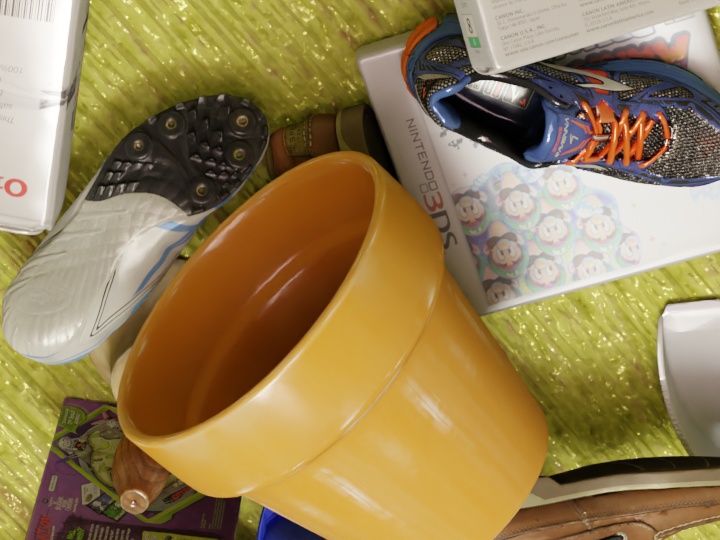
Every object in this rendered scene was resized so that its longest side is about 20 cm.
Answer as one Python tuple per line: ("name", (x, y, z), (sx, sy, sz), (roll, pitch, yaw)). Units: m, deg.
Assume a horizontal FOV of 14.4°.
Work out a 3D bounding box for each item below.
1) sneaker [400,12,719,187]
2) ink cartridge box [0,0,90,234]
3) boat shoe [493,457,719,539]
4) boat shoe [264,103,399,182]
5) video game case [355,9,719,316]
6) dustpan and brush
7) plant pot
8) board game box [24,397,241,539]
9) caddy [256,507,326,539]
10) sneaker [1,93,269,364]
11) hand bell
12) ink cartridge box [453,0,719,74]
("sneaker", (0.118, -0.081, 1.591), (0.200, 0.078, 0.075), (12, 118, -3))
("ink cartridge box", (-0.229, -0.133, 1.605), (0.145, 0.085, 0.200), (10, 115, -2))
("boat shoe", (0.142, 0.150, 1.669), (0.200, 0.072, 0.068), (-6, 91, -3))
("boat shoe", (0.000, 0.000, 1.675), (0.068, 0.072, 0.200), (-13, 106, 13))
("video game case", (0.119, -0.074, 1.651), (0.200, 0.024, 0.182), (-16, 115, 10))
("dustpan and brush", (0.255, 0.116, 1.719), (0.139, 0.057, 0.200), (-5, 116, 5))
("plant pot", (0.000, 0.068, 1.570), (0.200, 0.200, 0.183), (-39, 115, 20))
("board game box", (-0.131, 0.141, 1.673), (0.120, 0.200, 0.032), (11, 118, -2))
("caddy", (0.031, 0.187, 1.735), (0.200, 0.105, 0.141), (41, 77, -16))
("sneaker", (-0.130, -0.026, 1.653), (0.200, 0.072, 0.072), (-45, 82, 6))
("hand bell", (-0.121, 0.084, 1.644), (0.104, 0.200, 0.104), (1, 117, 2))
("ink cartridge box", (0.114, -0.223, 1.542), (0.161, 0.050, 0.200), (-17, 96, -15))
